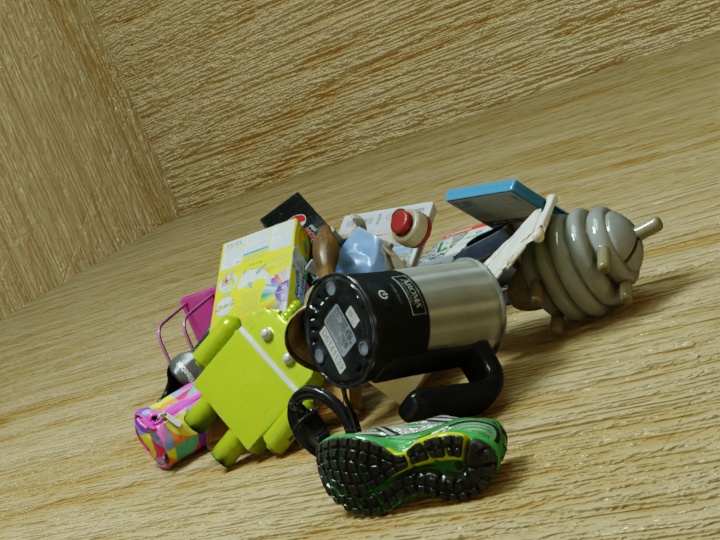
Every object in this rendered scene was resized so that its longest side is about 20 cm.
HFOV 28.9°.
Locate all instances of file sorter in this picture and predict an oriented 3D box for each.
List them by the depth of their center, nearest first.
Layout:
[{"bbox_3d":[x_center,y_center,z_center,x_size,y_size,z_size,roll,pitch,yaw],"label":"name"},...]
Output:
[{"bbox_3d":[-0.160,0.093,1.929,0.199,0.140,0.125,-19,12,22],"label":"file sorter"}]

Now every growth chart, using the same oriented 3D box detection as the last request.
[{"bbox_3d":[0.159,-0.005,1.591,0.200,0.018,0.145,-51,3,36],"label":"growth chart"}]

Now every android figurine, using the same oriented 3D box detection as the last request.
[{"bbox_3d":[-0.118,0.127,1.628,0.200,0.182,0.041,-49,-33,8],"label":"android figurine"}]

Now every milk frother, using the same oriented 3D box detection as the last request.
[{"bbox_3d":[0.033,0.096,1.477,0.187,0.182,0.200,-6,-18,-39],"label":"milk frother"}]

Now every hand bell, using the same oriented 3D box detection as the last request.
[{"bbox_3d":[-0.038,0.011,1.602,0.103,0.105,0.201,-21,37,12],"label":"hand bell"}]

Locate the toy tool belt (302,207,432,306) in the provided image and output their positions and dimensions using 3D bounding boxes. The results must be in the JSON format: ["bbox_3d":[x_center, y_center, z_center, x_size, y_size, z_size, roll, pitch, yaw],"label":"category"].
[{"bbox_3d":[0.000,0.000,1.696,0.125,0.122,0.201,26,88,49],"label":"toy tool belt"}]

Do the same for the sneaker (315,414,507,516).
[{"bbox_3d":[0.047,0.178,1.300,0.198,0.079,0.085,-6,11,30],"label":"sneaker"}]

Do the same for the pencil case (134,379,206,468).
[{"bbox_3d":[-0.190,0.172,1.758,0.199,0.089,0.088,-29,13,-28],"label":"pencil case"}]

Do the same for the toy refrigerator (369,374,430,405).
[{"bbox_3d":[0.069,0.078,1.645,0.070,0.076,0.200,-59,-8,29],"label":"toy refrigerator"}]

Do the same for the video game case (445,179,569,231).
[{"bbox_3d":[0.225,-0.059,1.798,0.143,0.199,0.018,-6,60,58],"label":"video game case"}]

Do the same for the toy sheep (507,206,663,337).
[{"bbox_3d":[0.255,-0.007,1.587,0.199,0.139,0.138,-23,10,24],"label":"toy sheep"}]

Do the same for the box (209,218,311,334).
[{"bbox_3d":[-0.125,0.035,1.746,0.116,0.048,0.201,-18,41,23],"label":"box"}]

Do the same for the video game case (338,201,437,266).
[{"bbox_3d":[0.014,-0.007,1.842,0.142,0.018,0.201,-8,42,30],"label":"video game case"}]

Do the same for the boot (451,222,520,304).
[{"bbox_3d":[0.139,0.004,1.843,0.199,0.098,0.075,-17,13,28],"label":"boot"}]

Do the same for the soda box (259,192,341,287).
[{"bbox_3d":[-0.060,-0.026,1.849,0.071,0.064,0.200,-35,36,-5],"label":"soda box"}]

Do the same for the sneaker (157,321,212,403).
[{"bbox_3d":[-0.202,0.121,1.819,0.201,0.066,0.090,-57,-26,17],"label":"sneaker"}]

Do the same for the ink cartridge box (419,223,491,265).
[{"bbox_3d":[0.168,-0.035,2.098,0.108,0.051,0.200,-16,14,32],"label":"ink cartridge box"}]

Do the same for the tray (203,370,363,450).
[{"bbox_3d":[-0.095,0.144,1.655,0.199,0.099,0.037,-19,-28,25],"label":"tray"}]
